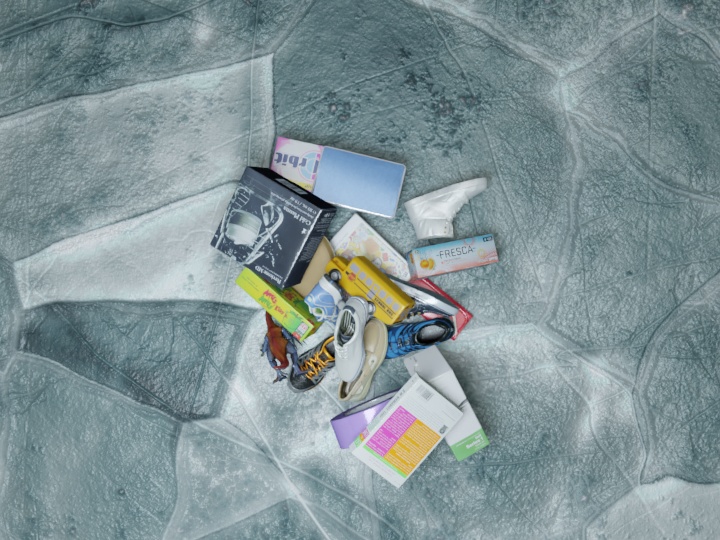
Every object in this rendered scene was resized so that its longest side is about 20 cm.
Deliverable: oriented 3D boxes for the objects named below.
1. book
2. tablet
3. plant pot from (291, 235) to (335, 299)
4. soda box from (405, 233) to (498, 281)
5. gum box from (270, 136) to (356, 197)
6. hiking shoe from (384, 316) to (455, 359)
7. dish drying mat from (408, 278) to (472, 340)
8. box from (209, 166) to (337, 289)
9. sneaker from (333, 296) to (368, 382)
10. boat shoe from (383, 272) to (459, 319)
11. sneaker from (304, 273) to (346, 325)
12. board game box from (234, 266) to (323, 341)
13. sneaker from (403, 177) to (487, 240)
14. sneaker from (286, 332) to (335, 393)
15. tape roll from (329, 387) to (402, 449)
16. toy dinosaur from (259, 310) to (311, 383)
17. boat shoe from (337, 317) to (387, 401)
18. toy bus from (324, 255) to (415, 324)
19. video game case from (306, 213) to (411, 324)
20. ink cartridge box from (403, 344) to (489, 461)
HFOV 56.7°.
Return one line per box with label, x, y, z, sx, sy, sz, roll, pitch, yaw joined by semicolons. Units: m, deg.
book;0.091;0.316;1.320;0.133;0.048;0.200;40;95;-23
tablet;-0.005;-0.201;1.519;0.199;0.014;0.131;14;84;1
plant pot;-0.148;-0.011;1.548;0.198;0.027;0.202;1;95;14
soda box;0.206;-0.030;1.513;0.199;0.064;0.069;-11;84;-13
gum box;-0.116;-0.234;1.565;0.198;0.066;0.114;13;85;3
hiking shoe;0.114;0.149;1.504;0.199;0.087;0.075;-21;84;10
dish drying mat;0.161;0.072;1.549;0.200;0.018;0.077;39;89;5
box;-0.190;-0.097;1.475;0.199;0.124;0.198;30;104;10
sneaker;-0.031;0.153;1.424;0.073;0.071;0.201;16;113;27
boat shoe;0.116;0.081;1.505;0.199;0.071;0.091;23;101;1
sneaker;-0.075;0.078;1.474;0.077;0.200;0.076;-40;61;-11
board game box;-0.178;0.068;1.495;0.200;0.102;0.048;41;103;7
sneaker;0.213;-0.136;1.544;0.199;0.074;0.116;-20;86;10
sneaker;-0.092;0.202;1.520;0.200;0.077;0.078;-44;86;-1
tape roll;0.037;0.315;1.441;0.199;0.200;0.066;-22;84;0
toy dinosaur;-0.172;0.151;1.479;0.104;0.200;0.182;-16;69;-14
boat shoe;0.002;0.202;1.499;0.072;0.065;0.201;26;100;35
toy bus;0.018;0.035;1.450;0.200;0.065;0.078;42;109;18
video game case;0.000;0.000;1.551;0.200;0.023;0.182;43;95;5
ink cartridge box;0.183;0.280;1.431;0.084;0.146;0.201;-28;109;-1
